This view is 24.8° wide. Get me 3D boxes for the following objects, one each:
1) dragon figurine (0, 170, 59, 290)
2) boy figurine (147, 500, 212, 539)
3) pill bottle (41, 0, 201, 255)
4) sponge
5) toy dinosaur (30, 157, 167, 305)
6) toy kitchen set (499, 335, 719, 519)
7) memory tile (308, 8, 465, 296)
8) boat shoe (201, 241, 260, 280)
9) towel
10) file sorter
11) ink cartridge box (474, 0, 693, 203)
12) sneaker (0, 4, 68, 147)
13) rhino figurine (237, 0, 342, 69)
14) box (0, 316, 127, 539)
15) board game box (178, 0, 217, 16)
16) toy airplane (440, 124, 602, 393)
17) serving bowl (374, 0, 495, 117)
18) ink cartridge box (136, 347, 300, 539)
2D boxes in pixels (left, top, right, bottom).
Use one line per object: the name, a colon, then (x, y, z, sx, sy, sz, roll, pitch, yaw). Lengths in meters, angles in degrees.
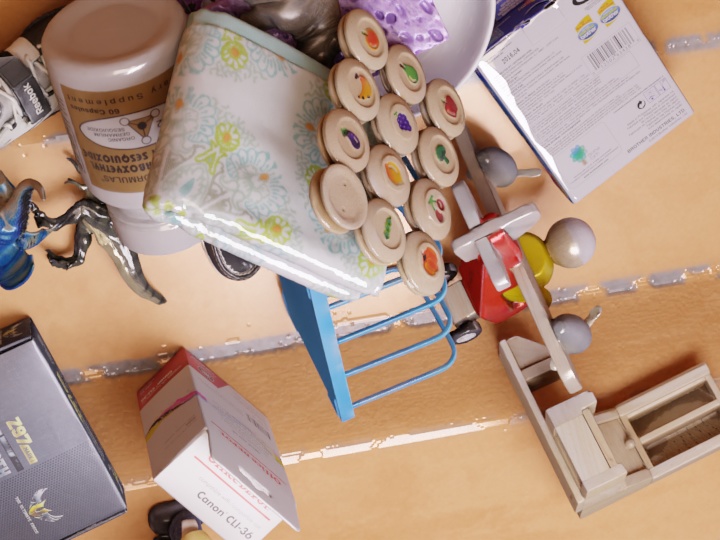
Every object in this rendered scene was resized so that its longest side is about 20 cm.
dragon figurine: (-0.288, -0.026, 1.339, 0.200, 0.059, 0.099, -19, 125, 37)
boy figurine: (-0.148, 0.291, 1.473, 0.064, 0.200, 0.125, -5, 117, -11)
pill bottle: (-0.174, -0.113, 1.304, 0.114, 0.114, 0.200, -16, 133, -6)
sponge: (-0.039, -0.193, 1.317, 0.200, 0.030, 0.112, -26, 106, 6)
toy dinosaur: (-0.231, -0.040, 1.401, 0.088, 0.047, 0.200, -20, 119, -12)
toy kitchen set: (0.242, 0.109, 1.516, 0.180, 0.200, 0.163, -26, 74, -2)
memory tile: (0.025, -0.091, 1.249, 0.017, 0.200, 0.153, -19, 139, 37)
boat shoe: (-0.102, -0.079, 1.404, 0.074, 0.060, 0.200, 2, 112, -13)
towel: (-0.058, -0.084, 1.226, 0.200, 0.172, 0.048, 24, 147, -27)
file sorter: (0.000, 0.000, 1.383, 0.122, 0.139, 0.200, -21, 140, -8)
ink cartridge box: (0.177, -0.180, 1.417, 0.136, 0.076, 0.200, -37, 117, 3)
sneaker: (-0.278, -0.138, 1.315, 0.200, 0.089, 0.074, -34, 113, 7)
rhino figurine: (-0.066, -0.207, 1.265, 0.087, 0.060, 0.200, -38, 112, 14)
box: (-0.319, 0.161, 1.460, 0.157, 0.051, 0.200, -25, 115, -3)
board game box: (-0.136, -0.281, 1.331, 0.120, 0.032, 0.200, 4, 111, -19)
toy airplane: (0.137, -0.016, 1.411, 0.141, 0.199, 0.200, -18, 114, -9)
serving bowl: (0.009, -0.225, 1.357, 0.200, 0.066, 0.201, -1, 108, -2)
ink cartridge box: (-0.125, 0.164, 1.423, 0.067, 0.200, 0.116, -44, 114, 7)
